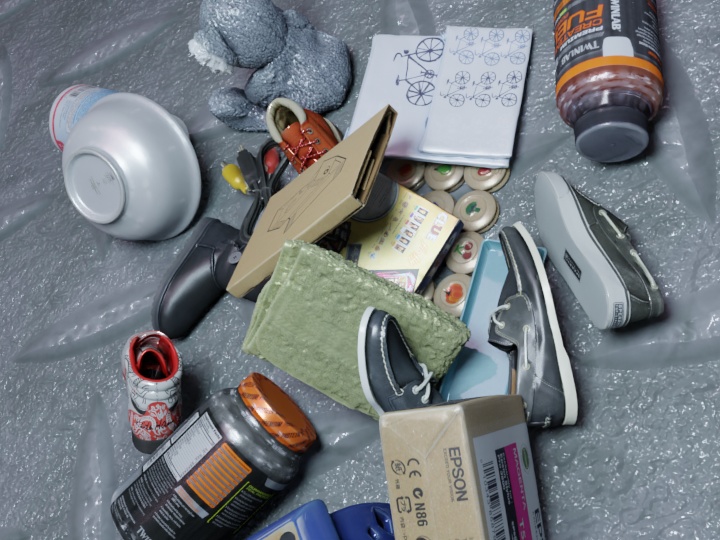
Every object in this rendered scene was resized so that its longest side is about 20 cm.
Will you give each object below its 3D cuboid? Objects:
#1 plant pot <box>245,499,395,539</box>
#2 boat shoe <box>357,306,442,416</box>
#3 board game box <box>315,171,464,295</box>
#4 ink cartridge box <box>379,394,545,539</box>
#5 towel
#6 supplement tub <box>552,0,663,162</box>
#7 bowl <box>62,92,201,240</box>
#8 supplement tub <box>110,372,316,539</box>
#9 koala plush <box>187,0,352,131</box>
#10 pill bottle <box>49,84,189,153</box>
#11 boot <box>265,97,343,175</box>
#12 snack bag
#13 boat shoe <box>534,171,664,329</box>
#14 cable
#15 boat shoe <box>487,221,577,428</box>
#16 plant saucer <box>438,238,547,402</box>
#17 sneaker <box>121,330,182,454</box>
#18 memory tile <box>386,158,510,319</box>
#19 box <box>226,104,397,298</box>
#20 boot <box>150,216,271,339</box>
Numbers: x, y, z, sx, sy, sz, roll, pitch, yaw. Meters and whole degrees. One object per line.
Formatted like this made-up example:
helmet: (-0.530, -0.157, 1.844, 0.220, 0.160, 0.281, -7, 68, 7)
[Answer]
plant pot: (-0.043, 0.321, 0.750, 0.200, 0.180, 0.200, -35, 54, 12)
boat shoe: (0.047, 0.118, 0.804, 0.060, 0.200, 0.076, -1, 38, 24)
board game box: (0.000, 0.000, 0.927, 0.135, 0.035, 0.200, 33, 91, 16)
ink cartridge box: (0.091, 0.205, 0.704, 0.075, 0.165, 0.200, -13, 81, 25)
towel: (-0.007, 0.063, 0.851, 0.200, 0.036, 0.149, 27, 119, -2)
supplement tub: (0.252, -0.213, 0.892, 0.107, 0.107, 0.200, -9, 62, 26)
bowl: (-0.309, -0.118, 1.108, 0.201, 0.201, 0.090, -1, 22, 30)
supplement tub: (-0.149, 0.208, 0.902, 0.200, 0.123, 0.123, -44, 53, 3)
koala plush: (-0.123, -0.283, 1.084, 0.184, 0.200, 0.178, 18, 76, 35)
pill bottle: (-0.335, -0.193, 1.219, 0.200, 0.109, 0.109, 19, 77, 35)
boot: (-0.049, -0.121, 1.017, 0.075, 0.107, 0.200, -40, 54, 13)
snack bag: (0.087, -0.205, 1.001, 0.200, 0.021, 0.189, 6, 65, 17)
boat shoe: (0.226, -0.024, 0.845, 0.064, 0.071, 0.200, -8, 48, -10)
cable: (-0.115, -0.096, 1.071, 0.097, 0.050, 0.200, -22, 48, 0)
boat shoe: (0.151, 0.049, 0.820, 0.067, 0.072, 0.200, -9, 71, 4)
plant saucer: (0.130, 0.066, 0.872, 0.070, 0.019, 0.200, 11, 74, 24)
sneaker: (-0.235, 0.101, 0.989, 0.067, 0.108, 0.201, -1, 32, -17)
memory tile: (0.076, -0.044, 0.965, 0.153, 0.017, 0.200, 4, 69, 32)
box: (-0.050, -0.072, 0.901, 0.200, 0.021, 0.164, -34, 25, 37)
boot: (-0.137, 0.027, 1.029, 0.200, 0.066, 0.165, 16, 77, 30)
